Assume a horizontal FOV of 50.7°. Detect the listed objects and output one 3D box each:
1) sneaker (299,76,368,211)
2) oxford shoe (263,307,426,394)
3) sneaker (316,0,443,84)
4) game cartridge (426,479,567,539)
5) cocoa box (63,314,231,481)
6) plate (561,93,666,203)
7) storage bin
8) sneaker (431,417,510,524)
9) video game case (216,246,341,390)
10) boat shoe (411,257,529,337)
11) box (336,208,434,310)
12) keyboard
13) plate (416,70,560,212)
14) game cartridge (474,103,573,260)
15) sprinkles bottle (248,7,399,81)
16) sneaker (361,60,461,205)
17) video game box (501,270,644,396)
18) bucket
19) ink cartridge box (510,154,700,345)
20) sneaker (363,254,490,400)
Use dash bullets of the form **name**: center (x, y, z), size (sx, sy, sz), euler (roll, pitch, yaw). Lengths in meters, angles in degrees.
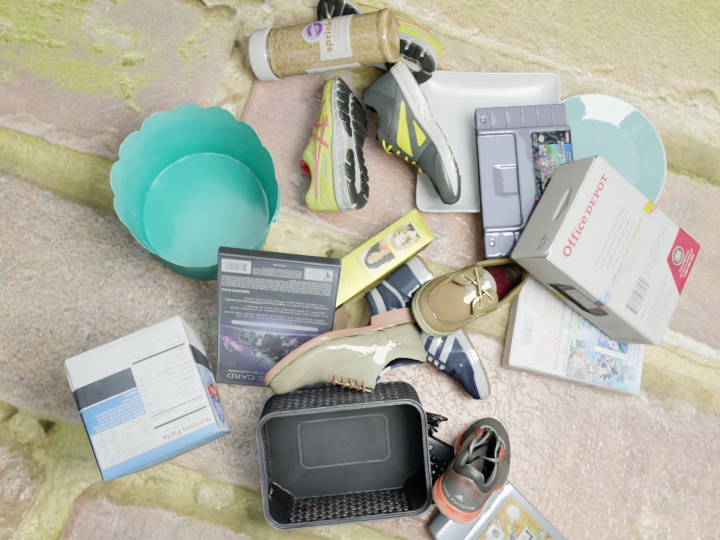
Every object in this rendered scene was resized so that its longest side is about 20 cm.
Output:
- **sneaker**: center (-0.043, -0.167, 1.006), size (0.089, 0.078, 0.204), euler (-15, 59, 27)
- **oxford shoe**: center (-0.015, 0.109, 0.886), size (0.196, 0.071, 0.075), euler (-21, 72, -10)
- **sneaker**: center (0.029, -0.331, 1.063), size (0.198, 0.079, 0.091), euler (32, 47, 9)
- **game cartridge**: center (0.184, 0.356, 0.948), size (0.200, 0.042, 0.133), euler (44, 73, 4)
- **cocoa box**: center (-0.232, 0.148, 0.863), size (0.131, 0.200, 0.134), euler (-21, 81, -10)
- **plate**: center (0.326, -0.148, 1.062), size (0.195, 0.026, 0.205), euler (0, 79, 2)
- **storage bin**: center (-0.019, 0.216, 0.903), size (0.195, 0.094, 0.139), euler (-6, 95, -2)
- **sneaker**: center (0.151, 0.218, 0.896), size (0.076, 0.200, 0.083), euler (32, 116, 10)
- **video game case**: center (-0.103, 0.064, 0.913), size (0.139, 0.203, 0.019), euler (6, 37, -5)
- **boat shoe**: center (0.139, 0.023, 0.937), size (0.198, 0.066, 0.075), euler (-24, 80, -46)
- **box**: center (0.000, 0.000, 0.984), size (0.198, 0.075, 0.051), euler (-35, 85, -13)
- **keyboard**: center (0.036, 0.205, 0.962), size (0.197, 0.040, 0.106), euler (28, 78, 0)
- **plate**: center (0.176, -0.174, 1.047), size (0.195, 0.032, 0.205), euler (2, 79, 3)
- **game cartridge**: center (0.219, -0.118, 1.003), size (0.127, 0.038, 0.205), euler (-4, 81, 6)
- **sprinkles bottle**: center (-0.048, -0.297, 1.004), size (0.196, 0.068, 0.070), euler (-3, 77, 20)
- **sneaker**: center (0.068, -0.171, 1.004), size (0.083, 0.074, 0.203), euler (-27, 80, 10)
- **video game box**: center (0.293, 0.048, 1.017), size (0.178, 0.047, 0.204), euler (13, 78, -1)
- **bucket**: center (-0.198, -0.089, 0.949), size (0.202, 0.135, 0.212), euler (1, 79, -6)
- **ink cartridge box**: center (0.306, -0.022, 0.940), size (0.198, 0.085, 0.149), euler (35, 76, -17)
- **sneaker**: center (0.080, 0.094, 0.975), size (0.107, 0.070, 0.203), euler (-29, 86, -6)
